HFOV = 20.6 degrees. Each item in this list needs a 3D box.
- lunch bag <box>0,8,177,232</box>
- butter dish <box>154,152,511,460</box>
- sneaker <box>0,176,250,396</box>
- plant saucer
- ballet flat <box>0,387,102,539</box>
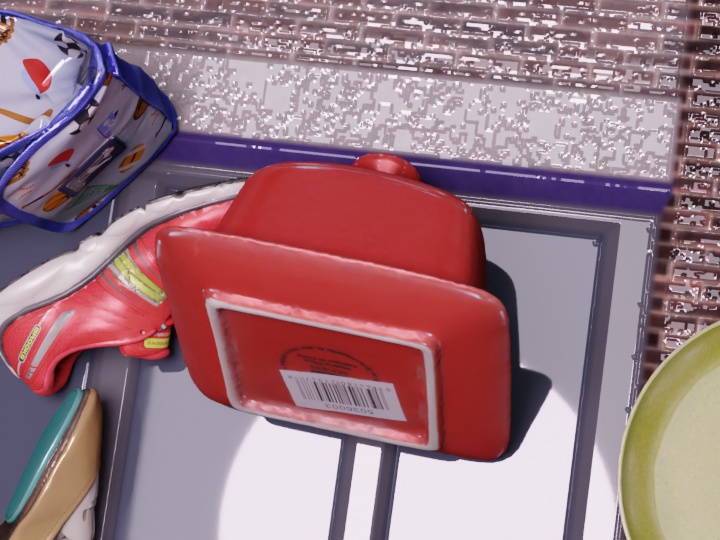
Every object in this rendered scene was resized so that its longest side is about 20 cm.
[{"bbox_3d":[-0.220,-0.086,1.171,0.198,0.170,0.125,-11,82,7],"label":"lunch bag"},{"bbox_3d":[0.000,0.000,1.131,0.198,0.200,0.149,11,59,10],"label":"butter dish"},{"bbox_3d":[-0.129,0.010,1.199,0.199,0.077,0.085,-30,88,11],"label":"sneaker"},{"bbox_3d":[0.246,0.122,1.128,0.198,0.031,0.202,-2,80,10],"label":"plant saucer"},{"bbox_3d":[-0.197,0.166,1.190,0.063,0.069,0.201,33,90,-15],"label":"ballet flat"}]
